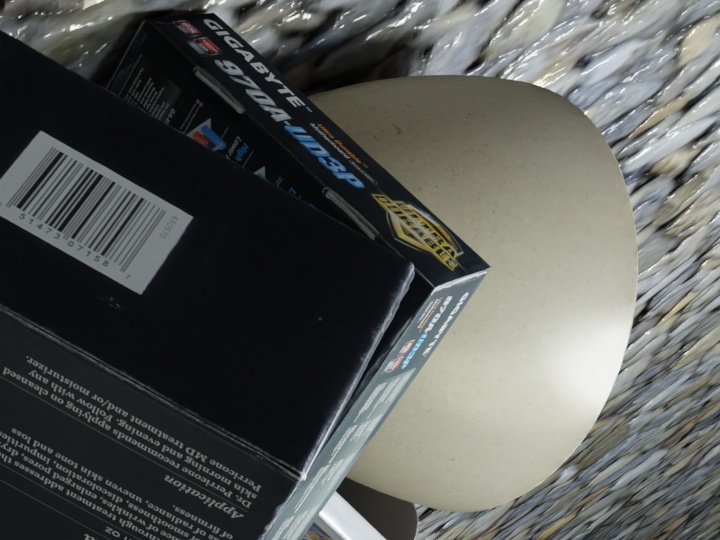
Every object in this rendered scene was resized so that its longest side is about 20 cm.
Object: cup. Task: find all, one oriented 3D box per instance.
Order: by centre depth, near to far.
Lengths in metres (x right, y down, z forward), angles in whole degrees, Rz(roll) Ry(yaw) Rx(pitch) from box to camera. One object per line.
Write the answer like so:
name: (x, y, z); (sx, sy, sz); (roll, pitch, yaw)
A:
cup: (0.000, 0.000, 0.845); (0.143, 0.200, 0.200); (12, 131, -40)

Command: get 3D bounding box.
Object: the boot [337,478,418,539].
boot: (-0.034, 0.138, 1.116); (0.200, 0.186, 0.064); (51, 58, -68)

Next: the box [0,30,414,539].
box: (-0.115, 0.035, 0.638); (0.182, 0.200, 0.104); (-59, -179, 44)

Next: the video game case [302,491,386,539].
video game case: (-0.061, 0.147, 1.003); (0.143, 0.200, 0.018); (48, 53, -39)

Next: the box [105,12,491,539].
box: (-0.064, 0.025, 0.761); (0.046, 0.159, 0.200); (-15, 143, -56)
